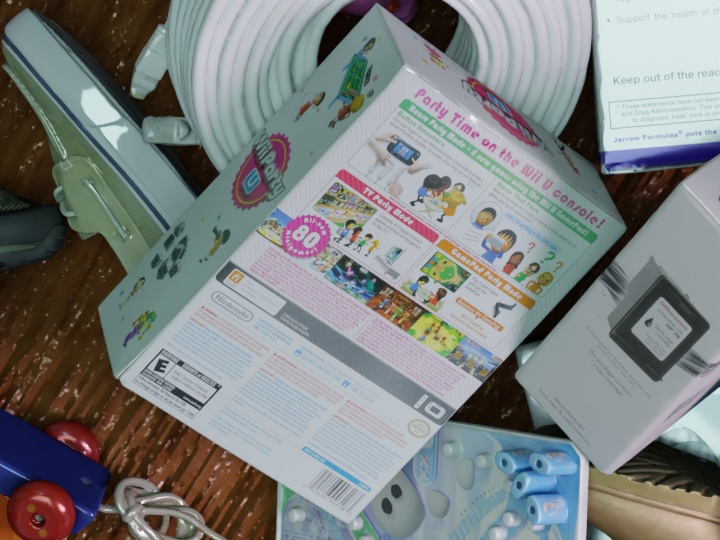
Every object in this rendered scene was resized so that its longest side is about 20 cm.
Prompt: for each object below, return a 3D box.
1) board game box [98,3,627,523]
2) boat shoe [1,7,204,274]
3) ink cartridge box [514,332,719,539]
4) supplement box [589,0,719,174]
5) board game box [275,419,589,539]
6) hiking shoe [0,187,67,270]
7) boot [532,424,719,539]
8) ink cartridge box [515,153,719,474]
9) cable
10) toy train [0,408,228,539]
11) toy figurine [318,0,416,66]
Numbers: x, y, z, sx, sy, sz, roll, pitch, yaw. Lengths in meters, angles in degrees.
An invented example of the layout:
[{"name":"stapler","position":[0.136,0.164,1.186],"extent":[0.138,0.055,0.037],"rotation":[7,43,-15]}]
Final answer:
[{"name":"board game box","position":[0.000,0.000,1.355],"extent":[0.147,0.064,0.200],"rotation":[34,109,-30]},{"name":"boat shoe","position":[-0.119,-0.040,1.463],"extent":[0.062,0.072,0.200],"rotation":[-39,92,5]},{"name":"ink cartridge box","position":[0.194,0.107,1.456],"extent":[0.199,0.041,0.201],"rotation":[-16,93,6]},{"name":"supplement box","position":[0.157,-0.152,1.411],"extent":[0.103,0.101,0.201],"rotation":[-6,94,6]},{"name":"board game box","position":[0.022,0.171,1.427],"extent":[0.200,0.026,0.201],"rotation":[7,96,44]},{"name":"hiking shoe","position":[-0.238,-0.061,1.471],"extent":[0.199,0.076,0.101],"rotation":[15,99,5]},{"name":"boot","position":[0.138,0.190,1.420],"extent":[0.175,0.066,0.201],"rotation":[18,104,-1]},{"name":"ink cartridge box","position":[0.168,-0.005,1.325],"extent":[0.067,0.116,0.200],"rotation":[48,137,10]},{"name":"cable","position":[0.009,-0.110,1.367],"extent":[0.199,0.069,0.200],"rotation":[12,121,-21]},{"name":"toy train","position":[-0.171,0.138,1.485],"extent":[0.200,0.085,0.116],"rotation":[30,113,-7]},{"name":"toy figurine","position":[-0.010,-0.185,1.430],"extent":[0.199,0.150,0.185],"rotation":[7,109,-14]}]
